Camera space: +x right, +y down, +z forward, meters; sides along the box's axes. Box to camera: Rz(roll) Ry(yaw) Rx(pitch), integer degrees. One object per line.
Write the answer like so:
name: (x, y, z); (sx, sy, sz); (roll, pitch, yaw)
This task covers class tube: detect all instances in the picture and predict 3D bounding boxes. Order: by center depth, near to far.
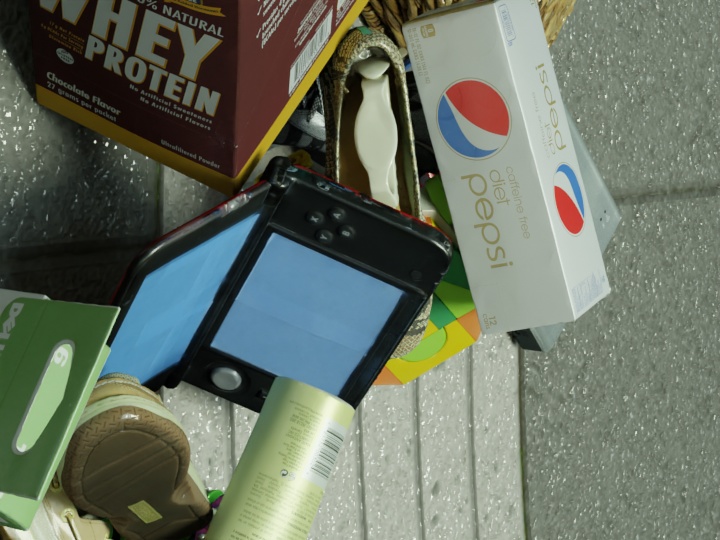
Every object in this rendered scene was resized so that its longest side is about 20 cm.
tube: (-0.064, 0.160, 1.290); (0.052, 0.058, 0.201); (61, 50, -73)

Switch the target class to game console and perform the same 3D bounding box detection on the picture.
game console: (-0.065, 0.045, 1.296); (0.171, 0.200, 0.119); (24, 46, -8)

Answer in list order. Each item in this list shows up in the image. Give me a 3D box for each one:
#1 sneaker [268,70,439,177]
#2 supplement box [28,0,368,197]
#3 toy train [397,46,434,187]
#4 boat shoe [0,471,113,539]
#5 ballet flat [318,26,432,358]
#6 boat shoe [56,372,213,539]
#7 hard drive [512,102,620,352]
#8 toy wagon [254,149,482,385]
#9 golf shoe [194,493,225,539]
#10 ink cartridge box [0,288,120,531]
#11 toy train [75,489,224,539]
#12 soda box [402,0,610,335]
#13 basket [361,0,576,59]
sneaker: (-0.011, -0.105, 1.417); (0.200, 0.113, 0.076); (22, 71, -52)
supplement box: (-0.077, -0.191, 1.241); (0.198, 0.132, 0.200); (-58, 167, -30)
toy train: (0.039, -0.062, 1.547); (0.034, 0.046, 0.201); (-40, 125, -41)
boat shoe: (-0.172, 0.154, 1.265); (0.066, 0.074, 0.201); (-37, 116, -32)
ballet flat: (0.008, -0.043, 1.339); (0.067, 0.075, 0.202); (-6, 96, -7)
boat shoe: (-0.131, 0.091, 1.237); (0.200, 0.071, 0.077); (82, -12, -67)
hard drive: (0.119, -0.058, 1.662); (0.140, 0.033, 0.200); (-59, 136, -28)
toy wagon: (0.000, 0.000, 1.431); (0.200, 0.155, 0.040); (47, 16, -44)
golf shoe: (-0.084, 0.234, 1.352); (0.092, 0.075, 0.201); (80, 32, -61)
ink cartridge box: (-0.193, 0.066, 1.140); (0.059, 0.199, 0.104); (43, 62, -44)
toy train: (-0.117, 0.168, 1.387); (0.199, 0.042, 0.057); (3, 103, -52)
soda box: (0.090, -0.067, 1.391); (0.064, 0.068, 0.201); (-29, 106, -59)
basket: (0.079, -0.223, 1.564); (0.201, 0.148, 0.143); (-60, 169, -28)
